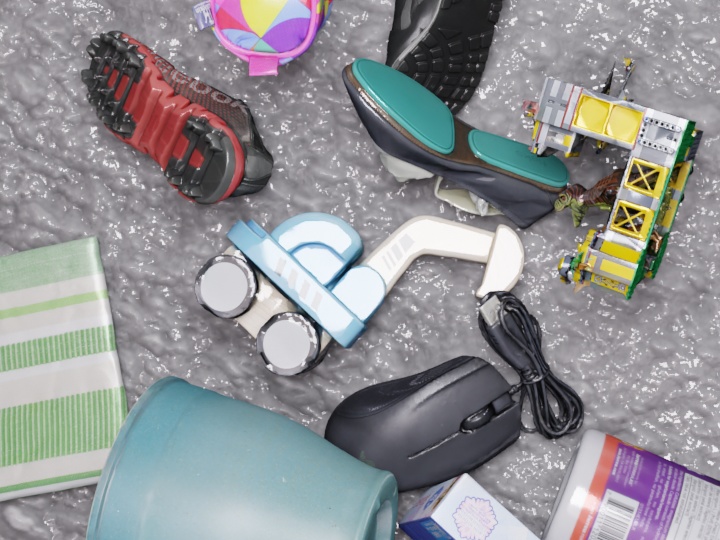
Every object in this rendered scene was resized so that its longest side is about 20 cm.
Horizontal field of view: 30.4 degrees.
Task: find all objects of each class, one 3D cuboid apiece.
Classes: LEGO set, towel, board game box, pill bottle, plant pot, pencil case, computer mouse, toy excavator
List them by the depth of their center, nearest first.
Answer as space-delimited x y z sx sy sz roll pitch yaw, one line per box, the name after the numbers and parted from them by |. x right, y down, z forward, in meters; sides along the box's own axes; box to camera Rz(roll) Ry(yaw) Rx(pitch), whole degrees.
0.164 -0.065 0.934 0.115 0.200 0.155 20 110 17 | LEGO set
0.122 0.231 0.945 0.199 0.200 0.041 41 78 5 | board game box
-0.063 -0.196 0.962 0.087 0.200 0.089 1 106 3 | pencil case
0.238 0.203 0.968 0.198 0.111 0.112 22 97 9 | pill bottle
-0.076 0.196 0.977 0.186 0.200 0.202 11 95 13 | plant pot
0.060 0.113 1.010 0.199 0.053 0.139 -27 112 15 | computer mouse
0.000 0.000 1.019 0.194 0.100 0.200 41 91 5 | toy excavator
-0.270 0.085 1.106 0.151 0.023 0.202 -11 89 11 | towel

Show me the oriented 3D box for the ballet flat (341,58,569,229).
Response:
0.061 -0.085 0.986 0.199 0.073 0.074 24 98 -19 | ballet flat

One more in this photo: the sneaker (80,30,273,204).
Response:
-0.141 -0.120 1.047 0.200 0.097 0.071 42 113 29 | sneaker

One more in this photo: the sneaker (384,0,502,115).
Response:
0.059 -0.200 1.013 0.075 0.088 0.201 10 119 -31 | sneaker
